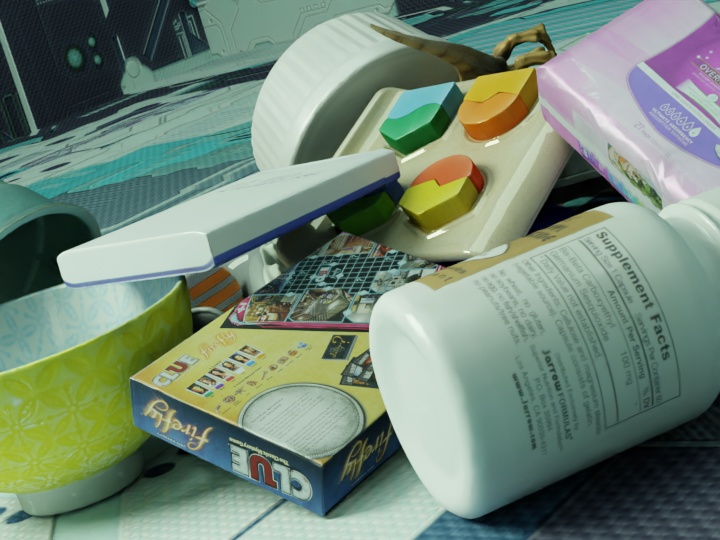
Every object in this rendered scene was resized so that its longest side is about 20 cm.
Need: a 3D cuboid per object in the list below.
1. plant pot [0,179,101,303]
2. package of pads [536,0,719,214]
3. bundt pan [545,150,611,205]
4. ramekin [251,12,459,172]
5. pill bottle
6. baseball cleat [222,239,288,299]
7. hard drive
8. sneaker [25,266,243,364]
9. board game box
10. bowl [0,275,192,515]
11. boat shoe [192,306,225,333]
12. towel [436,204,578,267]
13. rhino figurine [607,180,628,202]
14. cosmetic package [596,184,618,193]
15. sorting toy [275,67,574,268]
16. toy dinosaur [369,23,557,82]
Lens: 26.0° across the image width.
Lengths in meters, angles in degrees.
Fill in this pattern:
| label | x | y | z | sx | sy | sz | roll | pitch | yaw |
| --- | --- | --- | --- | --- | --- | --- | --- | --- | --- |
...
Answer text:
| label | x | y | z | sx | sy | sz | roll | pitch | yaw |
| --- | --- | --- | --- | --- | --- | --- | --- | --- | --- |
| plant pot | -0.321 | -0.007 | 1.107 | 0.195 | 0.201 | 0.200 | 32 | 35 | 19 |
| package of pads | 0.211 | -0.085 | 0.959 | 0.120 | 0.076 | 0.200 | -34 | 52 | -8 |
| bundt pan | 0.119 | -0.085 | 1.196 | 0.200 | 0.076 | 0.202 | -17 | -4 | -1 |
| ramekin | 0.002 | -0.117 | 1.273 | 0.201 | 0.204 | 0.094 | -23 | 46 | -25 |
| pill bottle | 0.114 | 0.031 | 0.760 | 0.198 | 0.115 | 0.114 | -21 | 14 | -17 |
| baseball cleat | -0.089 | 0.012 | 1.210 | 0.106 | 0.070 | 0.200 | -41 | 24 | 10 |
| hard drive | -0.081 | -0.035 | 1.012 | 0.131 | 0.026 | 0.199 | -7 | 13 | 38 |
| sneaker | -0.180 | 0.065 | 1.116 | 0.199 | 0.078 | 0.112 | -28 | 6 | -40 |
| board game box | -0.015 | 0.050 | 0.888 | 0.135 | 0.035 | 0.200 | 20 | 37 | 31 |
| bowl | -0.183 | 0.082 | 0.943 | 0.198 | 0.109 | 0.200 | -17 | 13 | 4 |
| boat shoe | -0.080 | 0.064 | 0.970 | 0.071 | 0.069 | 0.200 | -18 | 14 | -7 |
| towel | 0.088 | 0.001 | 1.058 | 0.146 | 0.050 | 0.200 | -16 | 13 | 8 |
| rhino figurine | 0.226 | -0.051 | 1.070 | 0.087 | 0.060 | 0.200 | -28 | 12 | -7 |
| cosmetic package | 0.254 | -0.111 | 1.250 | 0.103 | 0.074 | 0.199 | -24 | 15 | -29 |
| sorting toy | 0.051 | -0.076 | 1.076 | 0.199 | 0.037 | 0.186 | 0 | 47 | 42 |
| toy dinosaur | 0.096 | -0.147 | 1.171 | 0.106 | 0.061 | 0.200 | -26 | -23 | 13 |
